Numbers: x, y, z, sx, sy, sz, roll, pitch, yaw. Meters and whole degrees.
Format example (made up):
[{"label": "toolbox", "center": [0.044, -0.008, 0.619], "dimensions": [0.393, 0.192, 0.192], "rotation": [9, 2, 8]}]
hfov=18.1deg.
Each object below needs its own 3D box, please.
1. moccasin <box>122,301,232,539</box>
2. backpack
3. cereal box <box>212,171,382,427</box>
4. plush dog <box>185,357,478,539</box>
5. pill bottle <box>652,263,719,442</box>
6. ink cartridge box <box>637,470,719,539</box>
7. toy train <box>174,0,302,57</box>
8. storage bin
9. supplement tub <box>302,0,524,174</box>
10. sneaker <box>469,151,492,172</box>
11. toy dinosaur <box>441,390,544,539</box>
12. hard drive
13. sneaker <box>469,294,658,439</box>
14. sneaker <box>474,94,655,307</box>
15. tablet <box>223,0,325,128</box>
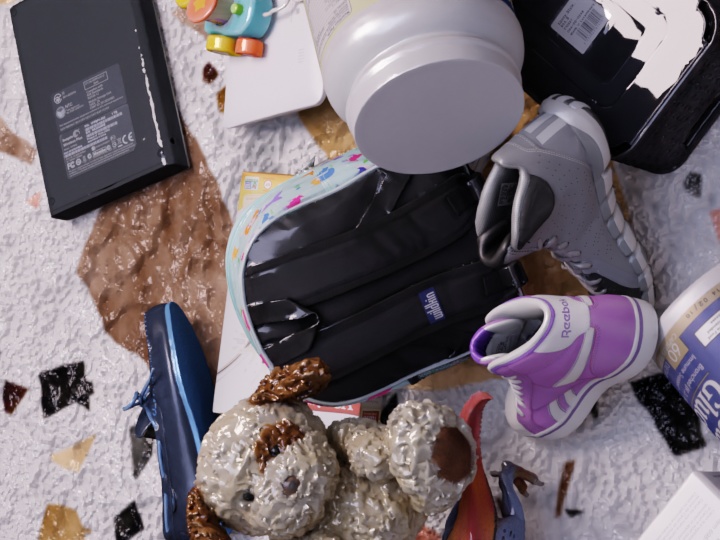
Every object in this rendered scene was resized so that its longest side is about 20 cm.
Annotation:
[{"label": "moccasin", "center": [-0.158, 0.127, 1.852], "dimensions": [0.068, 0.080, 0.201], "rotation": [-16, 75, 18]}, {"label": "backpack", "center": [0.000, 0.000, 1.684], "dimensions": [0.199, 0.151, 0.178], "rotation": [-28, 108, -10]}, {"label": "cereal box", "center": [-0.042, 0.025, 1.817], "dimensions": [0.143, 0.039, 0.201], "rotation": [5, 87, 32]}, {"label": "plush dog", "center": [-0.035, 0.155, 1.630], "dimensions": [0.171, 0.160, 0.201], "rotation": [29, 91, -13]}, {"label": "pill bottle", "center": [0.299, 0.094, 1.554], "dimensions": [0.111, 0.111, 0.200], "rotation": [-47, 63, 19]}, {"label": "ink cartridge box", "center": [0.274, 0.258, 1.569], "dimensions": [0.200, 0.085, 0.146], "rotation": [46, 108, 29]}, {"label": "toy train", "center": [-0.115, -0.269, 1.860], "dimensions": [0.150, 0.055, 0.200], "rotation": [-53, 46, 28]}, {"label": "storage bin", "center": [0.179, -0.181, 1.671], "dimensions": [0.200, 0.094, 0.135], "rotation": [45, 108, 28]}, {"label": "supplement tub", "center": [0.035, -0.184, 1.604], "dimensions": [0.145, 0.145, 0.201], "rotation": [-33, 52, 25]}, {"label": "sneaker", "center": [0.029, -0.140, 1.776], "dimensions": [0.073, 0.072, 0.200], "rotation": [-51, 59, 26]}, {"label": "toy dinosaur", "center": [0.071, 0.226, 1.658], "dimensions": [0.105, 0.200, 0.182], "rotation": [-10, 38, 26]}, {"label": "hard drive", "center": [-0.229, -0.161, 1.959], "dimensions": [0.139, 0.033, 0.201], "rotation": [-21, 74, 29]}, {"label": "sneaker", "center": [0.120, 0.063, 1.628], "dimensions": [0.201, 0.114, 0.073], "rotation": [126, 143, -57]}, {"label": "sneaker", "center": [0.136, -0.018, 1.619], "dimensions": [0.075, 0.115, 0.201], "rotation": [20, 140, 51]}, {"label": "tablet", "center": [-0.068, -0.223, 1.848], "dimensions": [0.130, 0.014, 0.201], "rotation": [-10, 73, 48]}]
